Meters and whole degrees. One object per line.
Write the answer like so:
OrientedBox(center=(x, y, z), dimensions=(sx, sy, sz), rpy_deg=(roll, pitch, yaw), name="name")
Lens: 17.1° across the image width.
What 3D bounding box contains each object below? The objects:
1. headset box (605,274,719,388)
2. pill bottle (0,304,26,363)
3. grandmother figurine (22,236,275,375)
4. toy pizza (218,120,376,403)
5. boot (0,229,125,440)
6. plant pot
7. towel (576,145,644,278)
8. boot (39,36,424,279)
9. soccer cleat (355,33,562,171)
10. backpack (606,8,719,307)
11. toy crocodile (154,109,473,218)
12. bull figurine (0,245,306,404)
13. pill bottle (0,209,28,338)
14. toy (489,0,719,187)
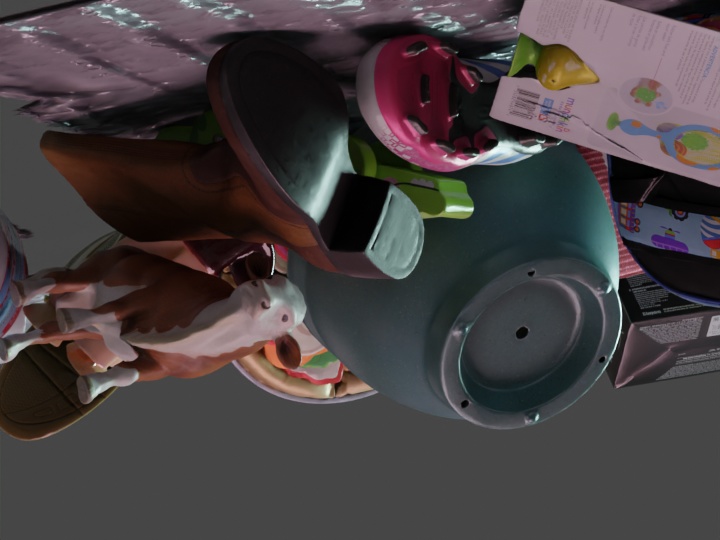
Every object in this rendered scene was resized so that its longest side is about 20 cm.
OrientedBox(center=(0.222, -0.023, 1.729), dimensions=(0.148, 0.200, 0.077), rpy_deg=(-9, 138, -16), name="headset box")
OrientedBox(center=(-0.325, 0.032, 1.557), dimensions=(0.200, 0.111, 0.111), rpy_deg=(-7, 173, -33), name="pill bottle")
OrientedBox(center=(-0.099, -0.013, 1.436), dimensions=(0.200, 0.121, 0.061), rpy_deg=(-41, -149, 3), name="grandmother figurine")
OrientedBox(center=(0.000, 0.000, 1.520), dimensions=(0.200, 0.201, 0.032), rpy_deg=(-8, -151, -24), name="toy pizza")
OrientedBox(center=(-0.198, 0.041, 1.702), dimensions=(0.200, 0.072, 0.155), rpy_deg=(-53, -168, -17), name="boot")
OrientedBox(center=(0.074, 0.010, 1.422), dimensions=(0.200, 0.201, 0.134), rpy_deg=(-8, -146, -24), name="plant pot")
OrientedBox(center=(0.187, -0.064, 1.495), dimensions=(0.199, 0.144, 0.023), rpy_deg=(-12, -148, 21), name="towel")
OrientedBox(center=(-0.086, -0.066, 1.266), dimensions=(0.200, 0.069, 0.188), rpy_deg=(10, 162, 35), name="boot")
OrientedBox(center=(0.036, -0.083, 1.288), dimensions=(0.086, 0.070, 0.200), rpy_deg=(-5, 176, 30), name="soccer cleat")
OrientedBox(center=(0.243, -0.067, 1.327), dimensions=(0.199, 0.183, 0.134), rpy_deg=(2, -161, 30), name="backpack")
OrientedBox(center=(-0.031, -0.051, 1.350), dimensions=(0.200, 0.062, 0.067), rpy_deg=(13, -175, 24), name="toy crocodile")
OrientedBox(center=(-0.116, 0.026, 1.311), dimensions=(0.121, 0.065, 0.200), rpy_deg=(-12, -169, -28), name="bull figurine")
OrientedBox(center=(-0.247, -0.006, 1.340), dimensions=(0.108, 0.109, 0.200), rpy_deg=(-10, 175, -4), name="pill bottle")
OrientedBox(center=(0.173, -0.096, 1.214), dimensions=(0.199, 0.047, 0.115), rpy_deg=(13, 147, -1), name="toy")
